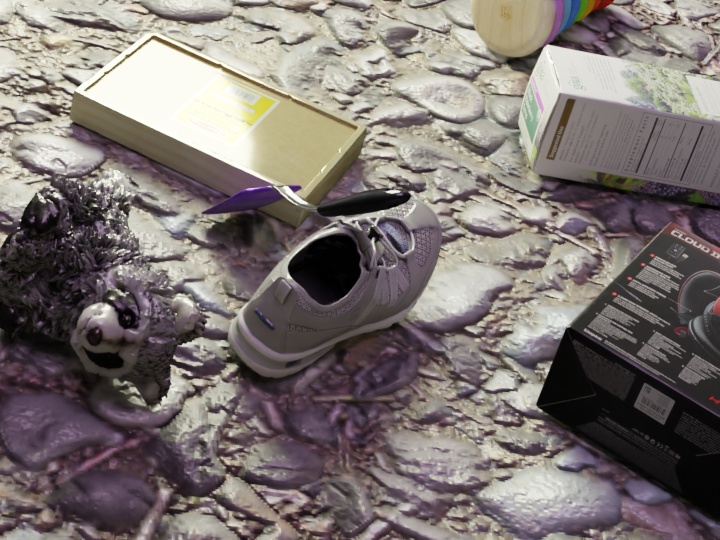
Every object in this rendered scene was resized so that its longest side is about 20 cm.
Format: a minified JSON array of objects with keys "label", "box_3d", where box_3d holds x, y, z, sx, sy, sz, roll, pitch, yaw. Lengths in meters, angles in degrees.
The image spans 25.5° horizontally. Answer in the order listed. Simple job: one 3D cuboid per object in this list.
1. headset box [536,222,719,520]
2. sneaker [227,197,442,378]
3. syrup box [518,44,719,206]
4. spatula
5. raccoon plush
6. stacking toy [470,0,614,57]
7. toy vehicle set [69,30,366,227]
[{"label":"headset box","box_3d":[0.235,0.059,1.092,0.148,0.076,0.200,31,39,18]},{"label":"sneaker","box_3d":[0.000,0.000,1.059,0.075,0.082,0.200,42,45,9]},{"label":"syrup box","box_3d":[0.238,-0.118,1.317,0.198,0.082,0.079,8,35,-11]},{"label":"spatula","box_3d":[-0.033,-0.047,1.074,0.056,0.021,0.199,-7,7,-39]},{"label":"raccoon plush","box_3d":[-0.143,-0.004,1.017,0.133,0.097,0.200,29,37,3]},{"label":"stacking toy","box_3d":[0.187,-0.258,1.494,0.085,0.086,0.199,34,33,23]},{"label":"toy vehicle set","box_3d":[-0.107,-0.113,1.219,0.198,0.027,0.124,25,37,11]}]
